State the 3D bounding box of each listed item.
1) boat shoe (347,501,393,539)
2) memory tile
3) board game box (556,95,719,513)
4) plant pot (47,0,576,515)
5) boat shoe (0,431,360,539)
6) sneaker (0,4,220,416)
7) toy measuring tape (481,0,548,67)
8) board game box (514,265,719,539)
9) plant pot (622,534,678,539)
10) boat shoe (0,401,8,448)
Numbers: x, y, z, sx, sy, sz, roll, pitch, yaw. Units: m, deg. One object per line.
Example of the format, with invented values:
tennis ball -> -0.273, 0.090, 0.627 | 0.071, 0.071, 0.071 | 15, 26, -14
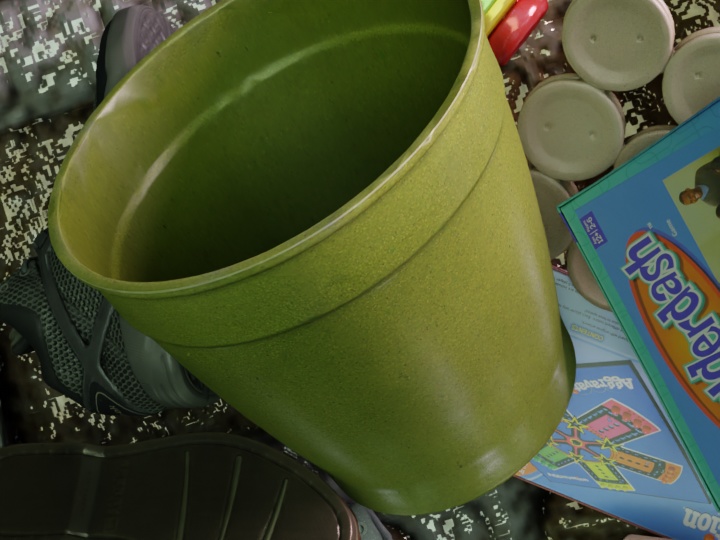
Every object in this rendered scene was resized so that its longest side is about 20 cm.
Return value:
boat shoe -> 0.050, 0.199, 0.823 | 0.202, 0.074, 0.065 | 42, 96, 11
memory tile -> 0.163, -0.034, 0.778 | 0.199, 0.017, 0.154 | 25, 122, 3
board game box -> 0.199, -0.013, 0.703 | 0.199, 0.045, 0.153 | -34, 74, 29
plant pot -> 0.000, 0.000, 0.742 | 0.199, 0.201, 0.193 | -28, 126, 7
boat shoe -> -0.084, 0.117, 0.788 | 0.198, 0.068, 0.072 | 6, 66, 26
sneaker -> -0.127, -0.026, 0.825 | 0.113, 0.076, 0.201 | -12, 78, 26
toy measuring tape -> 0.029, -0.101, 0.810 | 0.073, 0.074, 0.200 | 39, 96, 3
board game box -> 0.154, 0.077, 0.832 | 0.199, 0.019, 0.104 | 22, 93, 4
plant pot -> 0.190, 0.207, 0.770 | 0.199, 0.187, 0.188 | 26, 95, 18
boat shoe -> -0.212, 0.031, 0.846 | 0.068, 0.056, 0.202 | -16, 76, 31
